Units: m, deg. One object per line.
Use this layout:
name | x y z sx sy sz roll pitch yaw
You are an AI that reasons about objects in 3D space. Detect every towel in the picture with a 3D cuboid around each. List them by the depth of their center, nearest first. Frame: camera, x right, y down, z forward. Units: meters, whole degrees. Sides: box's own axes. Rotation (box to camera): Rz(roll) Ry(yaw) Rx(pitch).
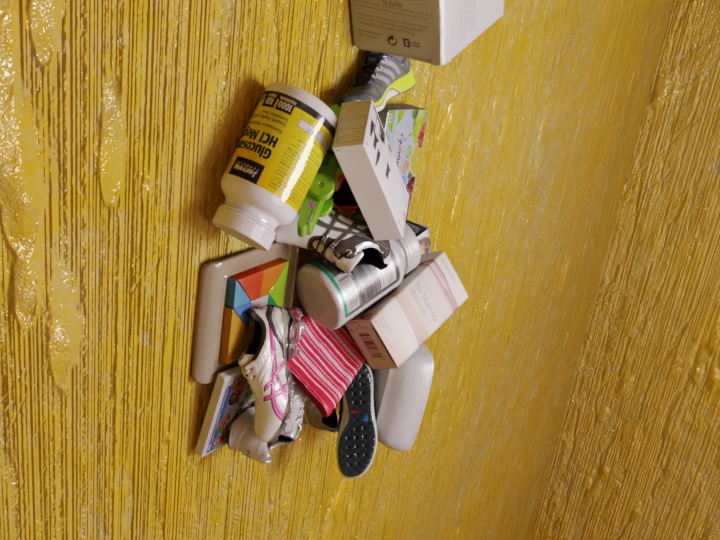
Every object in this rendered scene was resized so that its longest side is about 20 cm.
towel | -0.055 0.125 1.278 0.145 0.022 0.200 52 39 -11

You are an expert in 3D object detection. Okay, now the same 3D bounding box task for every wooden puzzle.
wooden puzzle | -0.163 0.059 1.160 0.199 0.037 0.189 -20 125 -54

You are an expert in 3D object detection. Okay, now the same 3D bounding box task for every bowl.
bowl | 0.041 0.205 1.412 0.073 0.200 0.204 5 107 -30

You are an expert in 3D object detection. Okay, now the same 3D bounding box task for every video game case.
video game case | -0.171 0.198 1.226 0.199 0.018 0.146 -18 133 -58

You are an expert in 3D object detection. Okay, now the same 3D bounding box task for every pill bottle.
pill bottle | -0.117 -0.135 1.037 0.203 0.111 0.112 -65 151 -8
pill bottle | 0.000 0.000 1.268 0.198 0.112 0.115 -33 136 -32

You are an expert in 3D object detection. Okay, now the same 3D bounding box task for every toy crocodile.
toy crocodile | -0.055 -0.144 1.110 0.068 0.061 0.204 97 12 -74

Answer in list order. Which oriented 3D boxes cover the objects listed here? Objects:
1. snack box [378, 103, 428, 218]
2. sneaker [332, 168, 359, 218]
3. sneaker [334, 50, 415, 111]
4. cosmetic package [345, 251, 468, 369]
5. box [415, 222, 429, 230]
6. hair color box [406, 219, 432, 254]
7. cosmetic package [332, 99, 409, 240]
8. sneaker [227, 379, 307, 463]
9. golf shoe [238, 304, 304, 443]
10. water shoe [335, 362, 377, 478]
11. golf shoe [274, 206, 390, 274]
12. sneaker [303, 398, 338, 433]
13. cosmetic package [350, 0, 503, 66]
snack box | 0.047 -0.182 1.351 0.141 0.052 0.204 -18 123 -54
sneaker | -0.031 -0.104 1.229 0.079 0.089 0.200 -62 152 -15
sneaker | 0.018 -0.304 1.221 0.200 0.073 0.082 -46 135 -46
cosmetic package | 0.080 0.067 1.329 0.200 0.087 0.104 -42 107 -30
box | 0.068 0.013 1.526 0.136 0.039 0.204 -11 117 -56
hair color box | 0.044 0.007 1.406 0.199 0.060 0.101 -37 131 -26
cosmetic package | 0.020 -0.136 1.098 0.201 0.050 0.084 62 33 -50
sneaker | -0.119 0.225 1.232 0.200 0.086 0.075 -47 152 -30
golf shoe | -0.142 0.151 1.146 0.090 0.072 0.205 6 92 -27
water shoe | -0.005 0.257 1.363 0.079 0.070 0.205 -166 -100 -88
golf shoe | -0.042 -0.044 1.165 0.195 0.096 0.078 0 151 -18
sneaker | -0.070 0.205 1.367 0.075 0.081 0.203 -47 144 -34
cosmetic package | 0.102 -0.437 1.165 0.200 0.165 0.169 -44 142 -36
